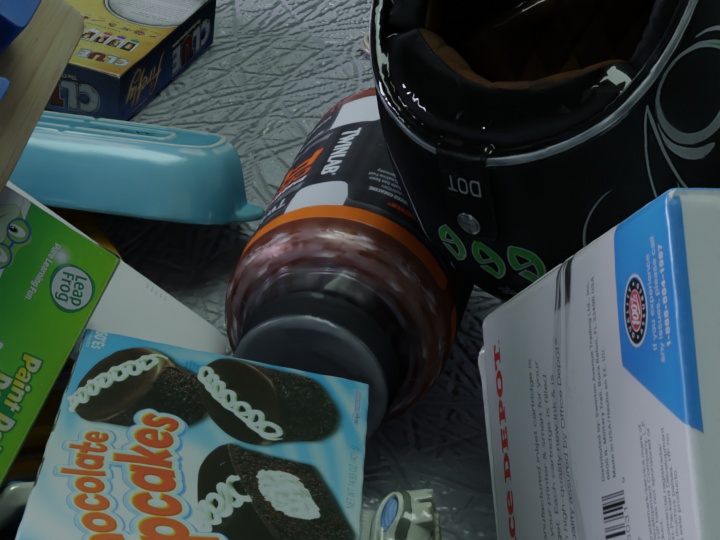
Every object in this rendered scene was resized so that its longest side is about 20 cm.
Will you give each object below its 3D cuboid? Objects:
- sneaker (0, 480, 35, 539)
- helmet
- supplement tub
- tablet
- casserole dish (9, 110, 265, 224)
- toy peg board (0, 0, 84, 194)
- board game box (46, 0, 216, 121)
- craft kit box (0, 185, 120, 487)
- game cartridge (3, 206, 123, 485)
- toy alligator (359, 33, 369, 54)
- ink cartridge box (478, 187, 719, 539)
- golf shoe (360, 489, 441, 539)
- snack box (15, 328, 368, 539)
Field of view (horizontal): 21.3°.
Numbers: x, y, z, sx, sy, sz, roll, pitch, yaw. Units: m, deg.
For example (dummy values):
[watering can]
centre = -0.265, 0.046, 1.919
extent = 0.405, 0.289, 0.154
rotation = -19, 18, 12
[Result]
[sneaker]
centre = -0.113, 0.152, 0.658
extent = 0.071, 0.073, 0.201
rotation = -1, 34, -16
[helmet]
centre = 0.105, -0.076, 0.819
extent = 0.198, 0.191, 0.202
rotation = -11, 63, 23
[supplement tub]
centre = 0.000, 0.000, 0.888
extent = 0.106, 0.108, 0.200
rotation = 12, 32, 8
[tablet]
centre = -0.143, -0.006, 0.827
extent = 0.199, 0.014, 0.130
rotation = 35, 14, -10
[casserole dish]
centre = -0.145, -0.057, 0.978
extent = 0.198, 0.039, 0.121
rotation = 8, 9, 3
[toy peg board]
centre = -0.203, -0.073, 0.644
extent = 0.198, 0.098, 0.201
rotation = 32, 62, -19
[board game box]
centre = -0.205, -0.152, 1.160
extent = 0.198, 0.035, 0.136
rotation = 16, 33, 15
[craft kit box]
centre = -0.214, 0.027, 0.691
extent = 0.197, 0.048, 0.201
rotation = 34, 62, -15
[game cartridge]
centre = -0.185, 0.028, 0.879
extent = 0.174, 0.033, 0.200
rotation = -8, 36, -23
[toy alligator]
centre = 0.084, -0.130, 1.162
extent = 0.199, 0.055, 0.059
rotation = 24, 35, 26
[ink cartridge box]
centre = 0.113, 0.067, 0.678
extent = 0.083, 0.148, 0.200
rotation = -1, -12, -13
[golf shoe]
centre = -0.012, 0.161, 0.681
extent = 0.096, 0.079, 0.200
rotation = -10, 26, 6
[snack box]
centre = -0.058, 0.093, 0.666
extent = 0.115, 0.037, 0.201
rotation = 11, 27, -4
